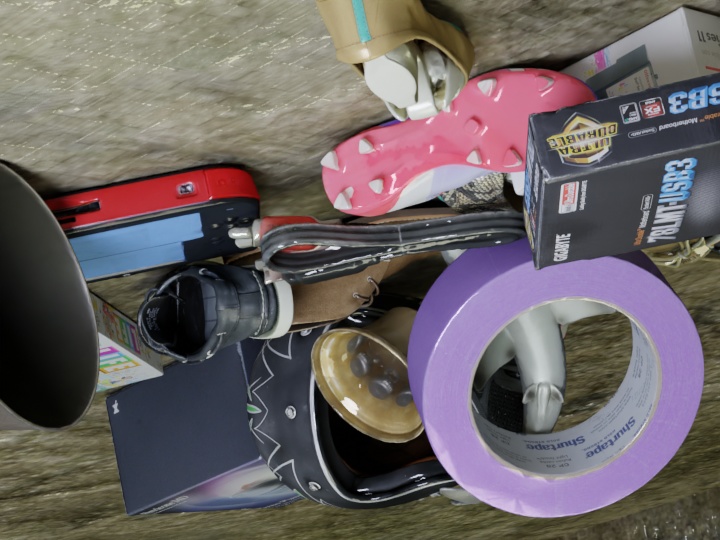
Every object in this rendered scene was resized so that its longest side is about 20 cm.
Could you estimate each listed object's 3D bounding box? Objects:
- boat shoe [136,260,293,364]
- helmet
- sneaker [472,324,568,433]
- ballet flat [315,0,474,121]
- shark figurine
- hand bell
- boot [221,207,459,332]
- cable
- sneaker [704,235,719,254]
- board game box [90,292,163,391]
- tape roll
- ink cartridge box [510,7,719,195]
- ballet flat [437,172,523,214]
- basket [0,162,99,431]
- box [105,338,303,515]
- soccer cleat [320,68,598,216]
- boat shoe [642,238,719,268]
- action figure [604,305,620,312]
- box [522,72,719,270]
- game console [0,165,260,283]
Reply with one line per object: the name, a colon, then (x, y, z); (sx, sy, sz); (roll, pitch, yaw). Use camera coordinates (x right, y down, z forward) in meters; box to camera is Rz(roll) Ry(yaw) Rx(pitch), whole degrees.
boat shoe: (-0.126, 0.032, 1.498); (0.066, 0.075, 0.199); (-6, -177, -34)
helmet: (0.000, 0.108, 1.715); (0.189, 0.201, 0.200); (-4, 165, -2)
sneaker: (0.127, 0.039, 1.604); (0.080, 0.201, 0.086); (10, 152, 3)
ballet flat: (0.021, -0.115, 1.146); (0.068, 0.063, 0.200); (-16, 165, 16)
shark figurine: (0.120, 0.076, 1.521); (0.127, 0.216, 0.090); (-1, -168, -1)
hand bell: (0.059, 0.032, 1.584); (0.104, 0.104, 0.200); (-31, -169, 50)
boot: (0.000, 0.000, 1.532); (0.199, 0.076, 0.074); (-12, 163, -8)
cable: (0.009, -0.030, 1.375); (0.199, 0.051, 0.097); (-14, 162, 9)
sneaker: (0.294, -0.050, 1.589); (0.079, 0.079, 0.200); (-19, 153, 4)
board game box: (-0.250, 0.067, 1.647); (0.134, 0.034, 0.200); (-15, 165, 7)
tape roll: (0.135, 0.069, 1.431); (0.199, 0.201, 0.066); (-12, -156, -4)
ink cartridge box: (0.200, -0.108, 1.311); (0.199, 0.068, 0.117); (-25, 160, 40)
ballet flat: (0.127, -0.054, 1.441); (0.075, 0.068, 0.200); (-4, 169, 32)
basket: (-0.290, 0.034, 1.286); (0.199, 0.181, 0.136); (-12, -152, 28)
box: (-0.094, 0.145, 1.895); (0.198, 0.124, 0.200); (4, 157, -44)
soccer cleat: (0.067, -0.082, 1.318); (0.199, 0.067, 0.076); (-19, 176, 27)
boat shoe: (0.293, -0.027, 1.694); (0.200, 0.064, 0.073); (-1, 161, -37)
action figure: (0.207, -0.037, 1.494); (0.069, 0.131, 0.200); (19, 149, -17)
box: (0.199, -0.064, 1.252); (0.197, 0.050, 0.200); (-13, 164, -1)
game console: (-0.167, -0.020, 1.406); (0.199, 0.031, 0.177); (-11, 165, -5)
